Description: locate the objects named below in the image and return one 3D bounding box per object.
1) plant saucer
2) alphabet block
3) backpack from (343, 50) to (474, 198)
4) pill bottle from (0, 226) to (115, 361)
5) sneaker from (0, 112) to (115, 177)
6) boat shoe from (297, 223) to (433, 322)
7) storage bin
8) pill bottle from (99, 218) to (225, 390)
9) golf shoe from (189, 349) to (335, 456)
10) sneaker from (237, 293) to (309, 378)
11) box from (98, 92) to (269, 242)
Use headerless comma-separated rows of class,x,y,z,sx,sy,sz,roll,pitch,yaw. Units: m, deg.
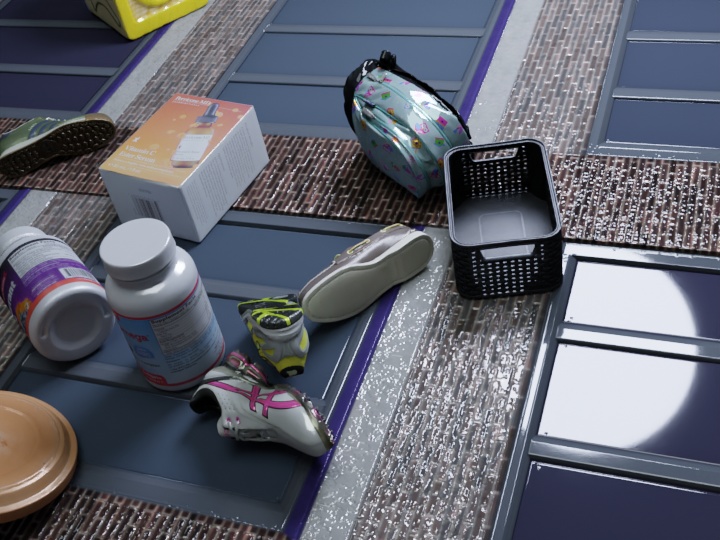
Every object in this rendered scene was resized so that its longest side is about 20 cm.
plant saucer,-0.420,0.200,1.049,0.199,0.032,0.201,10,31,-6
alphabet block,-0.446,-0.603,1.846,0.196,0.196,0.200,-34,47,-19
backpack,0.069,-0.197,1.336,0.127,0.167,0.200,-44,51,-4
pill bottle,-0.413,0.022,1.235,0.111,0.112,0.200,-32,46,-20
sneaker,-0.511,-0.230,1.556,0.199,0.067,0.090,-23,49,-6
boat shoe,0.000,0.000,1.191,0.199,0.072,0.059,-30,39,-23
storage bin,0.182,-0.069,1.202,0.134,0.094,0.201,-6,44,7
pill bottle,-0.236,0.040,1.107,0.108,0.201,0.109,-7,42,6
golf shoe,-0.110,0.166,1.044,0.092,0.073,0.199,-43,41,-23
sneaker,-0.102,0.074,1.107,0.075,0.077,0.200,-10,9,-5
box,-0.257,-0.157,1.391,0.151,0.107,0.200,13,49,25
